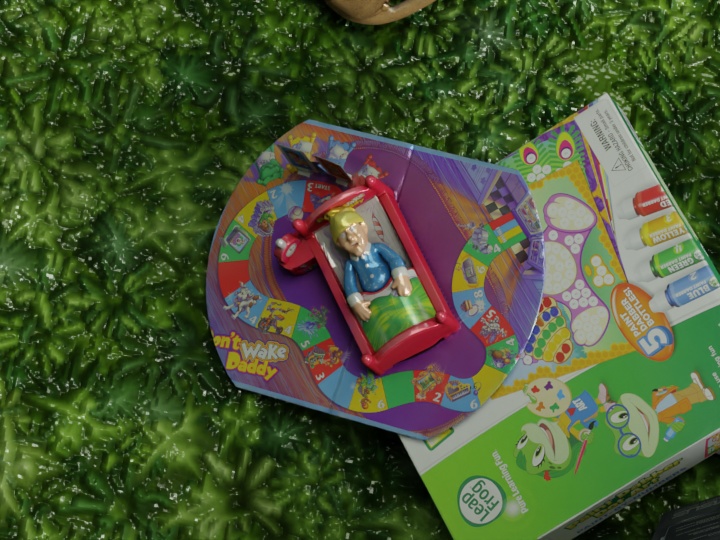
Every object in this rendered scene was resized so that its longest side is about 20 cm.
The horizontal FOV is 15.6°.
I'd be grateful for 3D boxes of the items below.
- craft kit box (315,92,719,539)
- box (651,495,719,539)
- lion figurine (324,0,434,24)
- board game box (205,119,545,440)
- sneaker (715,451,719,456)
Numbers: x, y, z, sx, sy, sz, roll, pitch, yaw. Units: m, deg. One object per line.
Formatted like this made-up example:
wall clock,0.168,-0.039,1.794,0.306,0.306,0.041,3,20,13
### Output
craft kit box,0.104,0.038,1.443,0.197,0.048,0.201,-33,69,11
box,0.239,0.149,1.350,0.199,0.158,0.051,-20,100,21
lion figurine,-0.022,-0.209,1.579,0.122,0.072,0.200,-43,81,9
board game box,0.000,0.000,1.441,0.199,0.039,0.159,15,82,22
sneaker,0.187,0.056,1.471,0.198,0.088,0.076,12,62,-3
